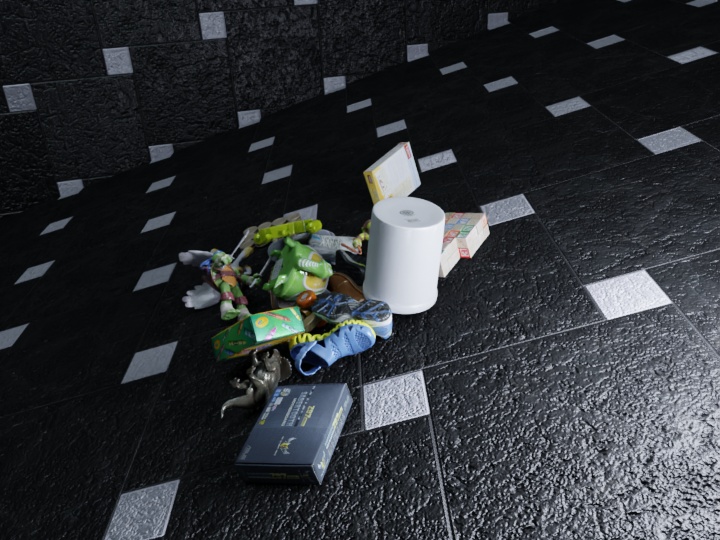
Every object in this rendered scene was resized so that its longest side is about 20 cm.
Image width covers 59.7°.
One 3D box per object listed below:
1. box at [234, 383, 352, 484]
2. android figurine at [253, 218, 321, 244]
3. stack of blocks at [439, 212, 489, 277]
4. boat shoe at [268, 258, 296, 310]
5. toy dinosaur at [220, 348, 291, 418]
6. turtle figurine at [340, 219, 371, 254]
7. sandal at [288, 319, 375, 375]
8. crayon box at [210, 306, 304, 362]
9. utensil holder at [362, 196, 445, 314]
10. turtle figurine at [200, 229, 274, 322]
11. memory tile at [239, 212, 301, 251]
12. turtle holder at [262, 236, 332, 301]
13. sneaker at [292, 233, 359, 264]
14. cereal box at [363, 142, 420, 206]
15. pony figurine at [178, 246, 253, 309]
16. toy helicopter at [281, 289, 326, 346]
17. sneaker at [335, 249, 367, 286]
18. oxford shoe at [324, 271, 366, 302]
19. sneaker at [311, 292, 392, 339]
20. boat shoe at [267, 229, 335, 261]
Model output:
[{"bbox_3d":[-0.115,0.289,1.131,0.155,0.052,0.201,-5,31,22],"label":"box"},{"bbox_3d":[-0.196,-0.104,1.667,0.179,0.042,0.200,-12,6,11],"label":"android figurine"},{"bbox_3d":[0.219,-0.066,1.527,0.114,0.059,0.200,6,37,38],"label":"stack of blocks"},{"bbox_3d":[-0.201,0.040,1.611,0.072,0.075,0.201,-43,26,31],"label":"boat shoe"},{"bbox_3d":[-0.200,0.225,1.260,0.076,0.103,0.201,-6,40,37],"label":"toy dinosaur"},{"bbox_3d":[0.043,-0.089,1.628,0.197,0.065,0.162,1,19,-7],"label":"turtle figurine"},{"bbox_3d":[-0.061,0.166,1.294,0.198,0.080,0.088,-20,30,18],"label":"sandal"},{"bbox_3d":[-0.220,0.137,1.327,0.118,0.059,0.199,-9,-12,-39],"label":"crayon box"},{"bbox_3d":[0.094,-0.037,1.360,0.167,0.203,0.171,3,29,-2],"label":"utensil holder"},{"bbox_3d":[-0.294,0.019,1.546,0.197,0.144,0.196,-12,67,-10],"label":"turtle figurine"},{"bbox_3d":[-0.282,-0.121,1.980,0.197,0.017,0.154,-17,29,5],"label":"memory tile"},{"bbox_3d":[-0.137,-0.003,1.488,0.186,0.130,0.142,-47,31,38],"label":"turtle holder"},{"bbox_3d":[-0.097,-0.064,1.668,0.197,0.087,0.076,-8,56,13],"label":"sneaker"},{"bbox_3d":[0.098,-0.276,1.877,0.039,0.145,0.200,7,37,41],"label":"cereal box"},{"bbox_3d":[-0.384,0.004,1.705,0.190,0.169,0.201,-2,25,-1],"label":"pony figurine"},{"bbox_3d":[-0.174,0.129,1.447,0.198,0.079,0.133,-13,36,35],"label":"toy helicopter"},{"bbox_3d":[0.000,0.000,1.567,0.082,0.073,0.200,-4,22,-26],"label":"sneaker"},{"bbox_3d":[-0.039,0.059,1.465,0.071,0.072,0.199,-35,33,-19],"label":"oxford shoe"},{"bbox_3d":[-0.021,0.103,1.345,0.198,0.078,0.076,12,48,31],"label":"sneaker"},{"bbox_3d":[-0.163,-0.067,1.774,0.197,0.075,0.065,-10,2,15],"label":"boat shoe"}]
